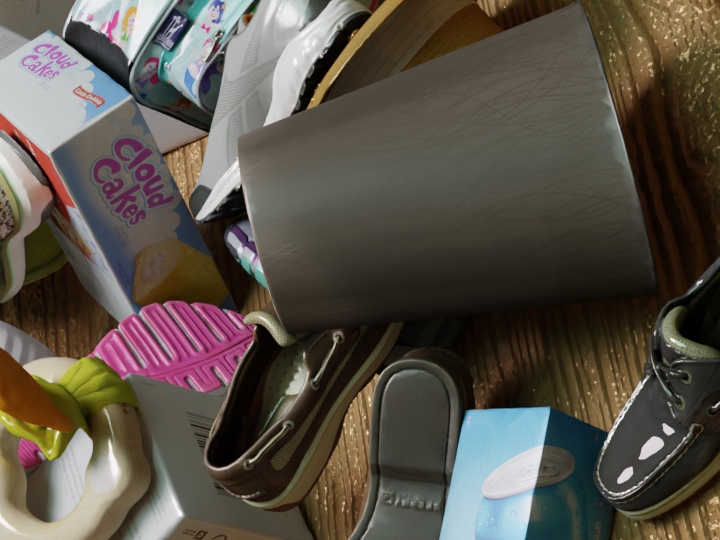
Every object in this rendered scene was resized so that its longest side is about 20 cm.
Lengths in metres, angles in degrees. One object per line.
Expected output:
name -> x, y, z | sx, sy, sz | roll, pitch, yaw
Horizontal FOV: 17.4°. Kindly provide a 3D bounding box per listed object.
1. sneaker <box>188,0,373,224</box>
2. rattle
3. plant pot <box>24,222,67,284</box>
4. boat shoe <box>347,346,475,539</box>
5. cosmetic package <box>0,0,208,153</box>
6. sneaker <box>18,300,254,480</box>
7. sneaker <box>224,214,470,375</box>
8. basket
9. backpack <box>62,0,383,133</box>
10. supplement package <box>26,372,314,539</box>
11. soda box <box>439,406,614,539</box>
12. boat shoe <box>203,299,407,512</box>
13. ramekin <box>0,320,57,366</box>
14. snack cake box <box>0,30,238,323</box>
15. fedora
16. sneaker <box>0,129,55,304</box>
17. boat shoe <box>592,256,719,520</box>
sneaker -> -0.057, -0.106, 1.455 | 0.079, 0.074, 0.200 | 48, 130, 19
rattle -> -0.232, 0.128, 1.385 | 0.200, 0.143, 0.130 | -27, 83, 27
plant pot -> -0.317, -0.095, 1.699 | 0.200, 0.200, 0.193 | 20, 118, 53
boat shoe -> 0.032, 0.141, 1.324 | 0.072, 0.068, 0.200 | 16, 102, 14
cosmetic package -> -0.196, -0.168, 1.652 | 0.081, 0.200, 0.113 | -21, 58, 42
sneaker -> -0.150, 0.090, 1.523 | 0.200, 0.088, 0.081 | -23, 55, -8
sneaker -> 0.000, 0.000, 1.445 | 0.200, 0.074, 0.088 | 37, 89, 41
basket -> 0.043, -0.042, 1.275 | 0.200, 0.136, 0.180 | -15, 55, 3
backpack -> -0.075, -0.188, 1.541 | 0.151, 0.178, 0.200 | 30, 95, 31
supplement package -> -0.145, 0.178, 1.462 | 0.200, 0.117, 0.117 | -45, 50, 25
soda box -> 0.080, 0.176, 1.246 | 0.068, 0.064, 0.200 | -6, 66, 49
boat shoe -> -0.029, 0.038, 1.347 | 0.075, 0.075, 0.202 | 16, 81, 40
ramekin -> -0.287, 0.107, 1.620 | 0.200, 0.200, 0.105 | -21, 46, 43
snack cake box -> -0.166, -0.047, 1.539 | 0.067, 0.200, 0.115 | -36, 43, -13
fedora -> 0.041, -0.103, 1.401 | 0.082, 0.201, 0.201 | 41, 107, 11
sneaker -> -0.267, -0.020, 1.536 | 0.077, 0.089, 0.200 | 54, 151, 12
boat shoe -> 0.178, 0.040, 1.200 | 0.201, 0.066, 0.072 | -51, 40, 18
